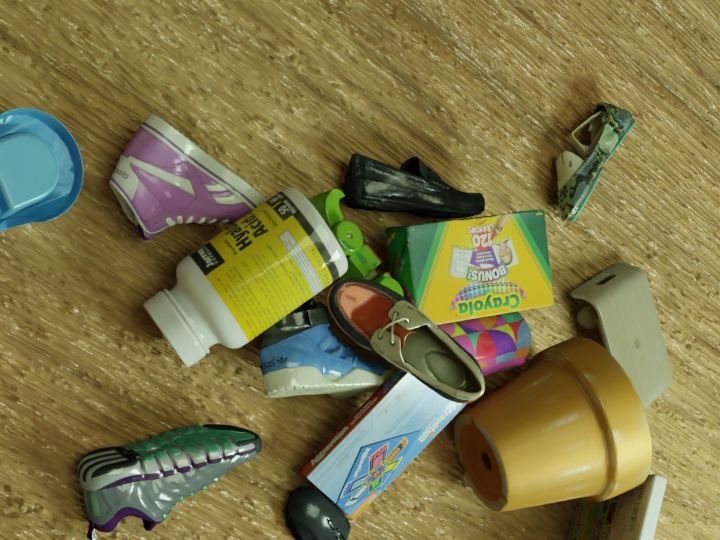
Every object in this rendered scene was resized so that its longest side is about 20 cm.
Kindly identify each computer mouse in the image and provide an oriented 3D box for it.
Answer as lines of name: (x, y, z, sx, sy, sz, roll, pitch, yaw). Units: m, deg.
computer mouse: (-0.014, 0.318, 1.446, 0.200, 0.034, 0.059, 47, 60, -24)

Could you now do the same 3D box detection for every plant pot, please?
plant pot: (0.223, 0.205, 1.553, 0.183, 0.200, 0.201, -19, 97, -21)

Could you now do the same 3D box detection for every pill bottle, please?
pill bottle: (-0.122, 0.011, 1.322, 0.200, 0.111, 0.112, -36, 108, -9)

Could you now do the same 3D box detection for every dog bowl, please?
dog bowl: (-0.365, -0.082, 1.215, 0.200, 0.049, 0.112, -28, 102, -36)

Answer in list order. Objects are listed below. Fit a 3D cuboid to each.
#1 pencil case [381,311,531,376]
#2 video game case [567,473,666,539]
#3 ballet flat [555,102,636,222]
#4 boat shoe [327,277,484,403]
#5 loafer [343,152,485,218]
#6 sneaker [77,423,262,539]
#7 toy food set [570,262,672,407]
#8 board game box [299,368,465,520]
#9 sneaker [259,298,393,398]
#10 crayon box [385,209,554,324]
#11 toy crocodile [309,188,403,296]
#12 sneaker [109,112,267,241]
pencil case: (0.117, 0.101, 1.537, 0.199, 0.088, 0.089, -14, 94, -36)
video game case: (0.307, 0.359, 1.593, 0.023, 0.182, 0.201, 23, 71, -14)
ballet flat: (0.304, -0.152, 1.725, 0.074, 0.074, 0.200, 49, 58, -23)
boat shoe: (0.051, 0.075, 1.376, 0.200, 0.063, 0.071, 38, 85, -3)
loafer: (0.070, -0.101, 1.532, 0.200, 0.068, 0.071, 6, 90, -33)
sneaker: (-0.195, 0.217, 1.310, 0.199, 0.074, 0.088, -8, 106, -30)
toy food set: (0.355, 0.103, 1.741, 0.143, 0.060, 0.201, -25, 102, -48)
board game box: (0.032, 0.184, 1.440, 0.200, 0.019, 0.103, -45, 126, -4)
sneaker: (-0.038, 0.083, 1.425, 0.199, 0.077, 0.112, 5, 70, -47)
crayon box: (0.132, -0.004, 1.516, 0.199, 0.058, 0.119, -8, 93, -29)
toy crocodile: (0.000, 0.000, 1.455, 0.062, 0.067, 0.200, -37, 93, -44)
sneaker: (-0.182, -0.069, 1.352, 0.200, 0.073, 0.115, 35, 85, -35)
